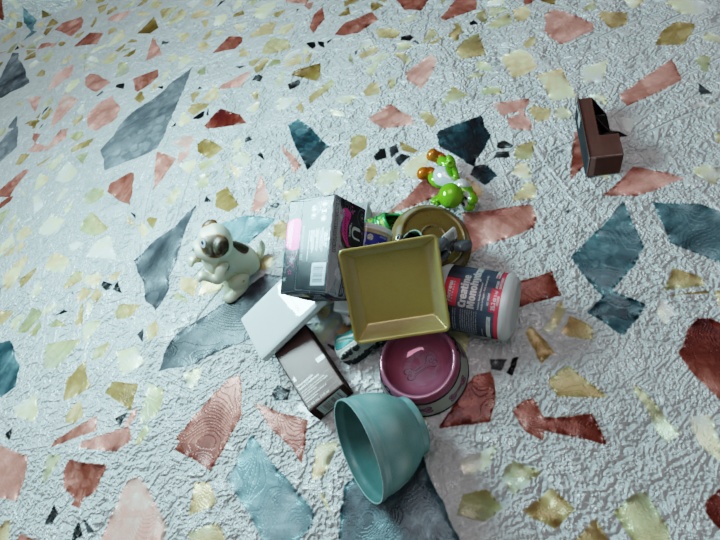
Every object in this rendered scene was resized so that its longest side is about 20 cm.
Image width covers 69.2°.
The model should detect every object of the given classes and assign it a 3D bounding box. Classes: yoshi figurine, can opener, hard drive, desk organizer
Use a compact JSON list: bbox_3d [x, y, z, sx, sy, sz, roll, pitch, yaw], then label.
[{"bbox_3d":[0.211,-0.221,1.311,0.111,0.113,0.201,-33,51,-2],"label":"yoshi figurine"},{"bbox_3d":[0.186,-0.047,1.141,0.066,0.053,0.200,2,20,33],"label":"can opener"},{"bbox_3d":[-0.180,0.094,1.210,0.200,0.027,0.132,-44,55,9],"label":"hard drive"},{"bbox_3d":[0.579,-0.330,1.273,0.076,0.072,0.202,-4,59,15],"label":"desk organizer"}]

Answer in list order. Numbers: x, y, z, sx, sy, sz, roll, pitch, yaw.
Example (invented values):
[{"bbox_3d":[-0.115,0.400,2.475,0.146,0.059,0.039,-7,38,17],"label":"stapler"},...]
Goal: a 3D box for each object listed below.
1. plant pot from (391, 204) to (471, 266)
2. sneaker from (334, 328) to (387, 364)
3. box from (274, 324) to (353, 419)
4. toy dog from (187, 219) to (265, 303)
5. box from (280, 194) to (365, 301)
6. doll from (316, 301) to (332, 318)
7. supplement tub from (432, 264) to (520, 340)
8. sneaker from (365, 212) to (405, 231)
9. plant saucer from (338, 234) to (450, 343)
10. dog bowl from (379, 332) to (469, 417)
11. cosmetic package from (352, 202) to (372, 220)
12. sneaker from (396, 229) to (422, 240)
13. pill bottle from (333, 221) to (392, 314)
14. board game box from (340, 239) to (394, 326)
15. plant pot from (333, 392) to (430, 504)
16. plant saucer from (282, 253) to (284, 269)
[{"bbox_3d":[0.172,-0.075,1.243,0.197,0.028,0.202,3,66,-6],"label":"plant pot"},{"bbox_3d":[0.025,0.131,1.195,0.199,0.078,0.080,-30,46,0],"label":"sneaker"},{"bbox_3d":[-0.113,0.223,1.188,0.100,0.075,0.200,-38,53,-4],"label":"box"},{"bbox_3d":[-0.351,-0.037,1.351,0.192,0.200,0.140,-27,55,2],"label":"toy dog"},{"bbox_3d":[-0.075,-0.041,1.097,0.131,0.114,0.203,-3,78,35],"label":"box"},{"bbox_3d":[-0.138,0.056,1.278,0.199,0.048,0.138,25,95,52],"label":"doll"},{"bbox_3d":[0.232,0.063,1.118,0.198,0.141,0.142,9,64,24],"label":"supplement tub"},{"bbox_3d":[0.034,-0.107,1.289,0.198,0.084,0.075,-20,71,-21],"label":"sneaker"},{"bbox_3d":[0.069,0.035,1.055,0.198,0.202,0.048,-9,15,5],"label":"plant saucer"},{"bbox_3d":[0.128,0.203,1.113,0.198,0.074,0.202,-9,58,14],"label":"dog bowl"},{"bbox_3d":[-0.057,-0.082,1.365,0.149,0.052,0.202,0,60,16],"label":"cosmetic package"},{"bbox_3d":[0.093,0.010,1.124,0.073,0.118,0.202,12,71,20],"label":"sneaker"},{"bbox_3d":[0.000,0.000,1.179,0.118,0.120,0.202,7,82,23],"label":"pill bottle"},{"bbox_3d":[0.027,0.030,1.250,0.199,0.035,0.127,-29,78,1],"label":"board game box"},{"bbox_3d":[0.050,0.324,1.014,0.133,0.202,0.201,-16,51,-24],"label":"plant pot"},{"bbox_3d":[-0.128,-0.065,1.304,0.199,0.027,0.201,-29,38,25],"label":"plant saucer"}]
